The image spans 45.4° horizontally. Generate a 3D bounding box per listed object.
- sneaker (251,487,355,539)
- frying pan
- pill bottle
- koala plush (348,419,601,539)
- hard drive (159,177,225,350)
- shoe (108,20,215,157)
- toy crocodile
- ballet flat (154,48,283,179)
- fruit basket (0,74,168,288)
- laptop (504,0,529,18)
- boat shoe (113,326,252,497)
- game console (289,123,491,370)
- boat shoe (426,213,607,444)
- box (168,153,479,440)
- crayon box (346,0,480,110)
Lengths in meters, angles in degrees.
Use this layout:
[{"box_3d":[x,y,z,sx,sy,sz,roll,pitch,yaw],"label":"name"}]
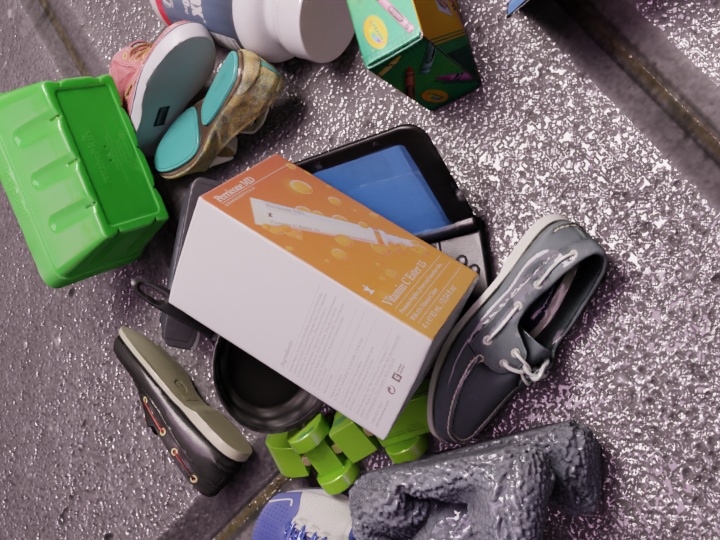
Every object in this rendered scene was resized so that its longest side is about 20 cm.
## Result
[{"box_3d":[-0.021,0.240,0.709,0.196,0.114,0.082,14,89,32],"label":"sneaker"},{"box_3d":[-0.106,0.074,0.715,0.031,0.186,0.118,1,84,63],"label":"frying pan"},{"box_3d":[-0.102,-0.270,0.833,0.197,0.119,0.122,24,95,32],"label":"pill bottle"},{"box_3d":[0.090,0.231,0.615,0.181,0.176,0.205,-19,80,29],"label":"koala plush"},{"box_3d":[-0.160,-0.007,0.806,0.200,0.032,0.143,-177,97,-76],"label":"hard drive"},{"box_3d":[-0.211,-0.208,0.882,0.200,0.070,0.092,-46,65,53],"label":"shoe"},{"box_3d":[0.001,0.136,0.747,0.198,0.062,0.068,-28,111,25],"label":"toy crocodile"},{"box_3d":[-0.141,-0.145,0.864,0.199,0.070,0.072,-36,64,45],"label":"ballet flat"},{"box_3d":[-0.315,-0.089,0.913,0.212,0.155,0.221,10,110,30],"label":"fruit basket"},{"box_3d":[0.158,-0.312,0.678,0.186,0.115,0.202,-38,65,21],"label":"laptop"},{"box_3d":[-0.191,0.135,0.855,0.201,0.073,0.063,44,97,24],"label":"boat shoe"},{"box_3d":[0.000,0.000,0.731,0.197,0.116,0.180,-14,75,30],"label":"game console"},{"box_3d":[0.120,0.054,0.665,0.202,0.072,0.062,-59,37,4],"label":"boat shoe"},{"box_3d":[-0.027,0.013,0.666,0.198,0.124,0.099,30,121,10],"label":"box"},{"box_3d":[0.031,-0.254,0.747,0.057,0.118,0.204,-23,72,26],"label":"crayon box"}]
